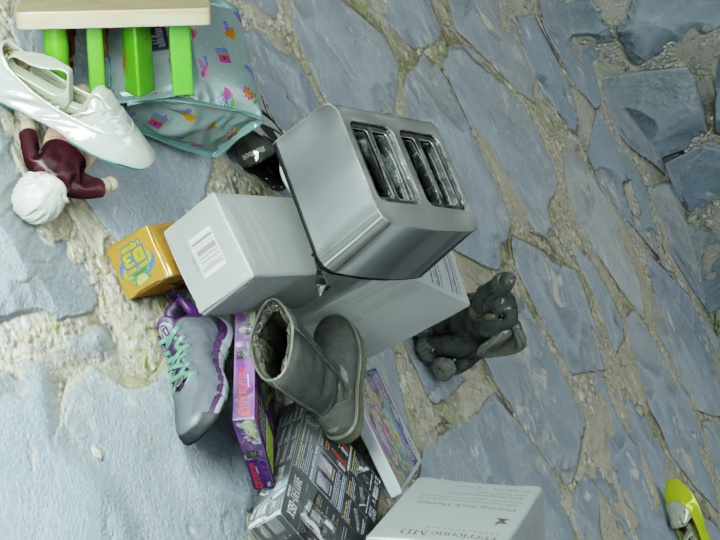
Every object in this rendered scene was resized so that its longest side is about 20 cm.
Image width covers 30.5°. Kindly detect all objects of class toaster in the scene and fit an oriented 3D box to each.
[{"bbox_3d":[0.017,-0.082,1.481,0.179,0.118,0.202,3,58,-45],"label":"toaster"}]

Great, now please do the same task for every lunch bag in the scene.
[{"bbox_3d":[-0.228,-0.246,1.579,0.198,0.121,0.173,11,58,-46],"label":"lunch bag"}]

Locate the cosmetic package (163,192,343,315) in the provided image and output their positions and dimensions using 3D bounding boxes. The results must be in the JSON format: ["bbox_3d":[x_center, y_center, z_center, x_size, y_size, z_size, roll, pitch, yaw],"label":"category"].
[{"bbox_3d":[-0.111,-0.018,1.449,0.199,0.090,0.108,5,54,-62],"label":"cosmetic package"}]

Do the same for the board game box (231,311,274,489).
[{"bbox_3d":[-0.117,0.125,1.464,0.202,0.032,0.121,-94,179,-47],"label":"board game box"}]

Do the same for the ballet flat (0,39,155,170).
[{"bbox_3d":[-0.292,-0.170,1.338,0.198,0.070,0.070,28,33,-7],"label":"ballet flat"}]

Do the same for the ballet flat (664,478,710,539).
[{"bbox_3d":[0.657,0.518,2.645,0.067,0.066,0.202,-21,87,-44],"label":"ballet flat"}]

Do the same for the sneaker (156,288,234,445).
[{"bbox_3d":[-0.188,0.100,1.385,0.087,0.074,0.201,40,20,-21],"label":"sneaker"}]

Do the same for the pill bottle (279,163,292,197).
[{"bbox_3d":[-0.033,-0.105,1.768,0.200,0.111,0.115,64,10,-65],"label":"pill bottle"}]

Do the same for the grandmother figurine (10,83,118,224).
[{"bbox_3d":[-0.306,-0.115,1.369,0.120,0.061,0.201,28,36,-8],"label":"grandmother figurine"}]

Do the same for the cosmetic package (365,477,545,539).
[{"bbox_3d":[0.117,0.358,1.539,0.200,0.165,0.169,-29,118,-67],"label":"cosmetic package"}]

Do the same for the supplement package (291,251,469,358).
[{"bbox_3d":[0.000,0.000,1.692,0.199,0.190,0.149,23,44,-55],"label":"supplement package"}]

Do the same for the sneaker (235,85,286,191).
[{"bbox_3d":[-0.145,-0.183,1.739,0.201,0.066,0.091,51,25,-31],"label":"sneaker"}]

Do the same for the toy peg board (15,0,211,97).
[{"bbox_3d":[-0.264,-0.256,1.439,0.200,0.196,0.099,-112,-159,-66],"label":"toy peg board"}]

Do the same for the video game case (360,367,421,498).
[{"bbox_3d":[0.030,0.204,1.700,0.145,0.018,0.200,64,10,1],"label":"video game case"}]

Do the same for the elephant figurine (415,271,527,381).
[{"bbox_3d":[0.186,0.077,1.973,0.143,0.198,0.155,57,25,-10],"label":"elephant figurine"}]

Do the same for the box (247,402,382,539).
[{"bbox_3d":[-0.047,0.267,1.505,0.158,0.049,0.201,51,27,-24],"label":"box"}]

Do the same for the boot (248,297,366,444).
[{"bbox_3d":[-0.062,0.088,1.493,0.200,0.072,0.184,44,27,-46],"label":"boot"}]

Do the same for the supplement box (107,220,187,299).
[{"bbox_3d":[-0.195,-0.018,1.476,0.070,0.066,0.200,64,24,3],"label":"supplement box"}]
